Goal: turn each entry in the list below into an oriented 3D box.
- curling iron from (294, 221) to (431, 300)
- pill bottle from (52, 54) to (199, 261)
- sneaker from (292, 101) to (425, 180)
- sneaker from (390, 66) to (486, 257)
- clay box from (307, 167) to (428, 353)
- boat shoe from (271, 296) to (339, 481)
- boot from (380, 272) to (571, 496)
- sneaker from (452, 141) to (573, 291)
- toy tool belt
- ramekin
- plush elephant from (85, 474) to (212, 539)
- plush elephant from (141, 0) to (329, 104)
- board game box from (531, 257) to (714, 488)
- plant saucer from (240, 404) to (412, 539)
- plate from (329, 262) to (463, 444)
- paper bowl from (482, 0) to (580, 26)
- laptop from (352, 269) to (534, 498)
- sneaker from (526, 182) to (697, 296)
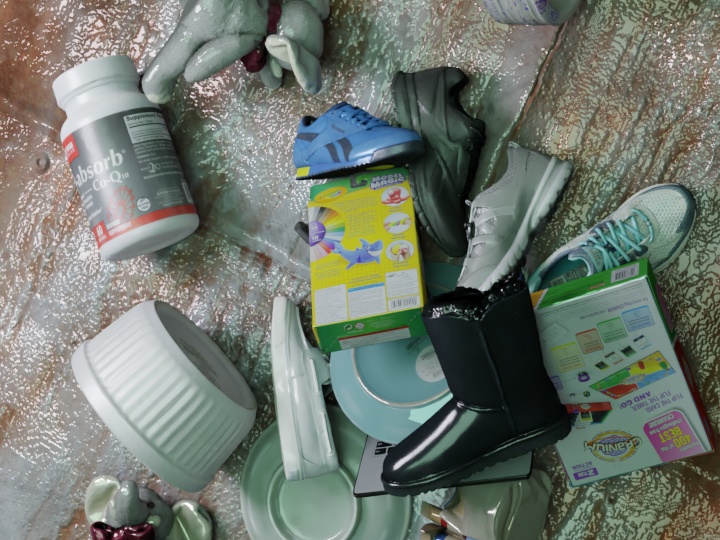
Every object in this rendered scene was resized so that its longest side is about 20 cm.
[{"bbox_3d":[0.000,0.000,1.576,0.199,0.026,0.050,32,68,36],"label":"curling iron"},{"bbox_3d":[-0.259,-0.122,1.638,0.115,0.116,0.202,-22,84,18],"label":"pill bottle"},{"bbox_3d":[-0.008,-0.138,1.537,0.199,0.065,0.080,-2,89,55],"label":"sneaker"},{"bbox_3d":[0.090,-0.115,1.545,0.090,0.076,0.203,-13,89,12],"label":"sneaker"},{"bbox_3d":[0.007,-0.015,1.535,0.113,0.048,0.202,-10,46,7],"label":"clay box"},{"bbox_3d":[-0.058,0.120,1.587,0.067,0.072,0.202,-5,60,-6],"label":"boat shoe"},{"bbox_3d":[0.088,0.106,1.426,0.198,0.077,0.170,-21,106,7],"label":"boot"},{"bbox_3d":[0.134,-0.037,1.515,0.081,0.075,0.201,30,76,13],"label":"sneaker"},{"bbox_3d":[0.113,0.281,1.534,0.122,0.124,0.203,20,97,45],"label":"toy tool belt"},{"bbox_3d":[-0.198,0.125,1.587,0.105,0.200,0.201,-42,78,5],"label":"ramekin"},{"bbox_3d":[-0.250,0.297,1.626,0.162,0.200,0.157,6,70,5],"label":"plush elephant"},{"bbox_3d":[-0.108,-0.251,1.578,0.154,0.166,0.200,30,141,-20],"label":"plush elephant"},{"bbox_3d":[0.242,0.103,1.469,0.151,0.040,0.202,-17,110,20],"label":"board game box"},{"bbox_3d":[-0.045,0.246,1.609,0.197,0.050,0.203,0,91,19],"label":"plant saucer"},{"bbox_3d":[0.057,0.079,1.539,0.198,0.026,0.203,-10,61,18],"label":"plate"},{"bbox_3d":[0.151,-0.339,1.449,0.103,0.200,0.204,5,93,25],"label":"paper bowl"},{"bbox_3d":[0.080,0.113,1.532,0.185,0.201,0.117,-10,123,19],"label":"laptop"},{"bbox_3d":[0.246,-0.013,1.484,0.199,0.086,0.078,-38,80,16],"label":"sneaker"}]
